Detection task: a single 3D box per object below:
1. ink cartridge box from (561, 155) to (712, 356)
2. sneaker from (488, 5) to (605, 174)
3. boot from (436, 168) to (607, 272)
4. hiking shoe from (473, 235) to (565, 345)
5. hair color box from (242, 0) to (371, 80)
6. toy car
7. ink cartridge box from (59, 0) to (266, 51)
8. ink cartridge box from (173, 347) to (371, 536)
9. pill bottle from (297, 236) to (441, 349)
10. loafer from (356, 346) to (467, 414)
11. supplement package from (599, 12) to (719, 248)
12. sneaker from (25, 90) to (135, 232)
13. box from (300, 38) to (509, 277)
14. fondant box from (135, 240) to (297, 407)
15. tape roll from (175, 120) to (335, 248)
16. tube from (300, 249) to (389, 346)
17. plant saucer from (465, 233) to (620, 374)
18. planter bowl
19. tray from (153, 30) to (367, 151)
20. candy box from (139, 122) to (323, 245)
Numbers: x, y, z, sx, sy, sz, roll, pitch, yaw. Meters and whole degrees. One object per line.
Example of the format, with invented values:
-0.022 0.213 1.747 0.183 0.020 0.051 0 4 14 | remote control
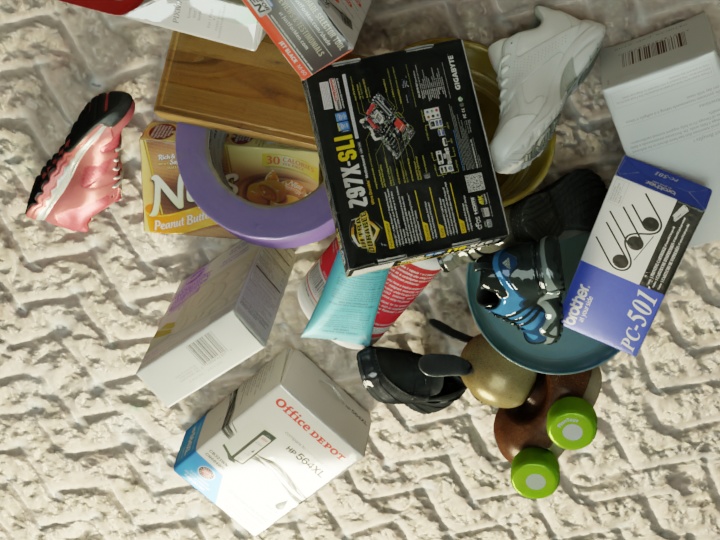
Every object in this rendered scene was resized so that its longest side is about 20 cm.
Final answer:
0.274 -0.011 1.317 0.094 0.044 0.200 23 131 11 | ink cartridge box
0.162 -0.183 1.298 0.099 0.200 0.078 28 154 10 | sneaker
0.171 -0.051 1.368 0.131 0.200 0.068 -19 88 41 | boot
0.160 0.020 1.311 0.087 0.074 0.200 -5 154 6 | hiking shoe
-0.048 -0.275 1.243 0.064 0.200 0.111 -30 111 22 | hair color box
0.156 0.130 1.469 0.200 0.164 0.158 27 119 -6 | toy car
-0.180 -0.281 1.279 0.200 0.161 0.050 16 116 -2 | ink cartridge box
-0.107 0.212 1.594 0.146 0.084 0.200 42 117 -16 | ink cartridge box
0.028 -0.016 1.431 0.112 0.112 0.200 34 118 -12 | pill bottle
0.060 0.120 1.482 0.070 0.068 0.201 -23 156 21 | loafer
0.330 -0.137 1.318 0.117 0.117 0.200 -18 115 18 | supplement package
-0.294 -0.120 1.451 0.087 0.074 0.200 29 124 -25 | sneaker
0.041 -0.109 1.239 0.160 0.049 0.200 -13 85 -5 | box
-0.156 0.047 1.440 0.144 0.200 0.058 -32 109 23 | fondant box
-0.086 -0.125 1.344 0.200 0.085 0.200 0 84 5 | tape roll
0.000 0.000 1.353 0.077 0.050 0.200 11 124 -13 | tube
0.214 0.015 1.419 0.200 0.027 0.200 0 81 -1 | plant saucer
0.093 -0.134 1.343 0.200 0.201 0.083 21 152 -5 | planter bowl
-0.096 -0.182 1.291 0.200 0.037 0.099 13 85 6 | tray
-0.141 -0.096 1.440 0.200 0.055 0.116 5 118 5 | candy box
